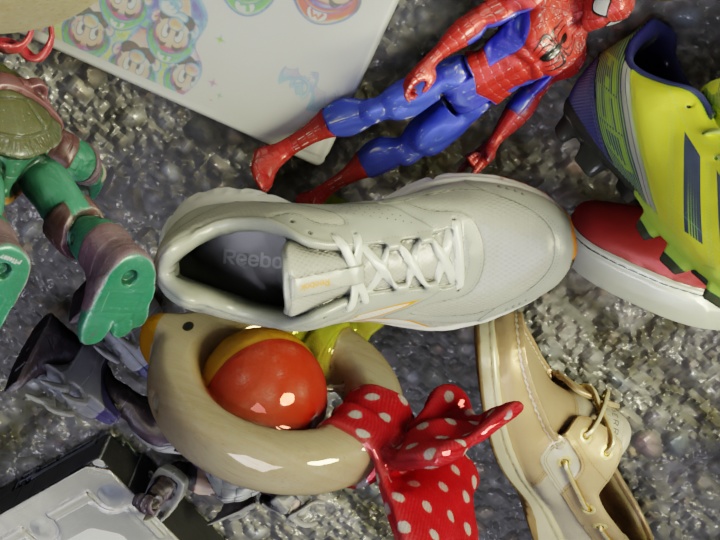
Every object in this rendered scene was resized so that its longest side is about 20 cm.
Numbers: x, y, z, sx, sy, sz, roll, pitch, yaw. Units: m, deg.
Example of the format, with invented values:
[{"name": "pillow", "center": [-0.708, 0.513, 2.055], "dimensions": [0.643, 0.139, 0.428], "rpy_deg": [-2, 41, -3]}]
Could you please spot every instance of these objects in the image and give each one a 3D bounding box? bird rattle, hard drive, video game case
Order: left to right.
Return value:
[{"name": "hard drive", "center": [-0.143, 0.202, 1.013], "dimensions": [0.139, 0.038, 0.200], "rpy_deg": [-29, 113, 26]}, {"name": "video game case", "center": [-0.075, -0.162, 0.760], "dimensions": [0.198, 0.024, 0.183], "rpy_deg": [23, 125, -5]}, {"name": "bird rattle", "center": [-0.025, 0.068, 0.802], "dimensions": [0.161, 0.201, 0.113], "rpy_deg": [-5, 136, -25]}]

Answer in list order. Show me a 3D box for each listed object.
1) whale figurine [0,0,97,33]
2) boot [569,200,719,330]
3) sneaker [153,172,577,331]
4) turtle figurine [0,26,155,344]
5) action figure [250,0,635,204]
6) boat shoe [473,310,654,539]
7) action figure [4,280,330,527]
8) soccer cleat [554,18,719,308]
[{"name": "whale figurine", "center": [-0.128, -0.174, 0.681], "dimensions": [0.198, 0.159, 0.105], "rpy_deg": [-16, 80, 18]}, {"name": "boot", "center": [0.204, -0.042, 0.766], "dimensions": [0.198, 0.073, 0.146], "rpy_deg": [11, 119, 2]}, {"name": "sneaker", "center": [0.000, 0.000, 0.730], "dimensions": [0.198, 0.092, 0.077], "rpy_deg": [-4, 100, 5]}, {"name": "turtle figurine", "center": [-0.177, -0.046, 0.743], "dimensions": [0.148, 0.200, 0.101], "rpy_deg": [-13, 131, -28]}, {"name": "action figure", "center": [0.043, -0.082, 0.767], "dimensions": [0.199, 0.052, 0.065], "rpy_deg": [-32, 122, 17]}, {"name": "boat shoe", "center": [0.114, 0.093, 0.872], "dimensions": [0.068, 0.074, 0.201], "rpy_deg": [-13, 130, 16]}, {"name": "action figure", "center": [-0.098, 0.089, 0.910], "dimensions": [0.200, 0.070, 0.130], "rpy_deg": [41, 117, -20]}, {"name": "soccer cleat", "center": [0.158, -0.042, 0.701], "dimensions": [0.064, 0.201, 0.084], "rpy_deg": [25, 111, -42]}]
